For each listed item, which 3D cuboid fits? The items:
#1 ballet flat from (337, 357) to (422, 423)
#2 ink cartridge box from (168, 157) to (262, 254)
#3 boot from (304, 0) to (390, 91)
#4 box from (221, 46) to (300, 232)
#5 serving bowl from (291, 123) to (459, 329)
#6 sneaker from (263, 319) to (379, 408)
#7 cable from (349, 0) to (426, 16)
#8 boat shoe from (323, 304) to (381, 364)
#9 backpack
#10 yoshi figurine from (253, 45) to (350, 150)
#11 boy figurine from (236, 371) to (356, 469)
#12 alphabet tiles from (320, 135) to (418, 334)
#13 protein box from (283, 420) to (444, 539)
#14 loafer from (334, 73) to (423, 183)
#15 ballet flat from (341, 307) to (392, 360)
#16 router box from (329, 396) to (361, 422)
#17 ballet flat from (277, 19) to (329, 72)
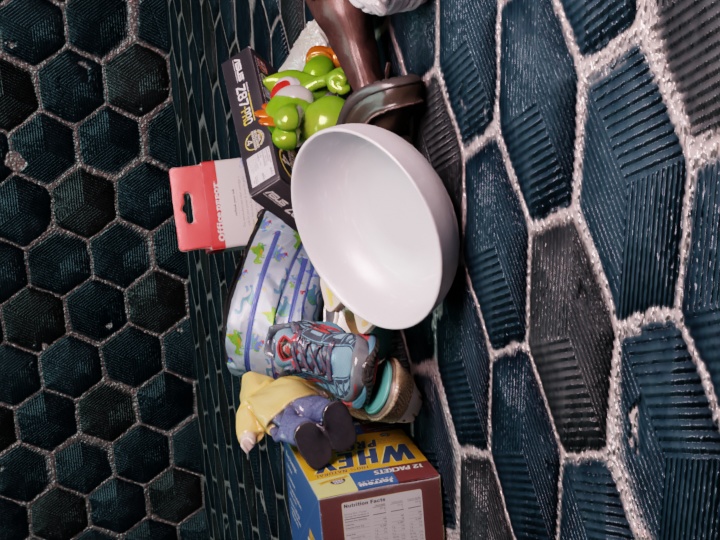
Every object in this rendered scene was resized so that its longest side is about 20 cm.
[{"bbox_3d":[0.031,0.132,1.516,0.200,0.065,0.071,175,117,-77],"label":"ballet flat"},{"bbox_3d":[-0.154,-0.089,1.903,0.067,0.197,0.118,159,104,-77],"label":"ink cartridge box"},{"bbox_3d":[-0.015,-0.241,1.474,0.200,0.071,0.169,53,-159,-86],"label":"boot"},{"bbox_3d":[-0.081,-0.134,1.618,0.161,0.049,0.202,40,-152,-48],"label":"box"},{"bbox_3d":[0.023,-0.049,1.339,0.199,0.065,0.203,28,132,36],"label":"serving bowl"},{"bbox_3d":[-0.047,0.095,1.501,0.200,0.094,0.081,-171,90,-67],"label":"sneaker"},{"bbox_3d":[0.018,-0.335,1.296,0.200,0.068,0.203,-141,46,-73],"label":"cable"},{"bbox_3d":[-0.009,0.058,1.659,0.062,0.072,0.203,92,173,-84],"label":"boat shoe"},{"bbox_3d":[-0.099,0.039,1.709,0.201,0.152,0.164,-55,-18,-35],"label":"backpack"},{"bbox_3d":[-0.040,-0.174,1.545,0.113,0.111,0.201,59,-159,-17],"label":"yoshi figurine"},{"bbox_3d":[-0.088,0.160,1.576,0.199,0.124,0.065,13,133,59],"label":"boy figurine"},{"bbox_3d":[0.006,-0.046,1.464,0.200,0.014,0.198,-46,48,45],"label":"alphabet tiles"},{"bbox_3d":[0.004,0.295,1.561,0.199,0.133,0.203,-138,41,-71],"label":"protein box"},{"bbox_3d":[0.012,-0.124,1.403,0.072,0.072,0.200,66,149,15],"label":"loafer"},{"bbox_3d":[0.000,0.000,1.562,0.068,0.062,0.203,-16,-72,-58],"label":"ballet flat"},{"bbox_3d":[-0.013,0.177,1.754,0.157,0.051,0.203,143,119,-76],"label":"router box"},{"bbox_3d":[-0.073,-0.224,1.775,0.202,0.071,0.072,97,161,-45],"label":"ballet flat"}]
